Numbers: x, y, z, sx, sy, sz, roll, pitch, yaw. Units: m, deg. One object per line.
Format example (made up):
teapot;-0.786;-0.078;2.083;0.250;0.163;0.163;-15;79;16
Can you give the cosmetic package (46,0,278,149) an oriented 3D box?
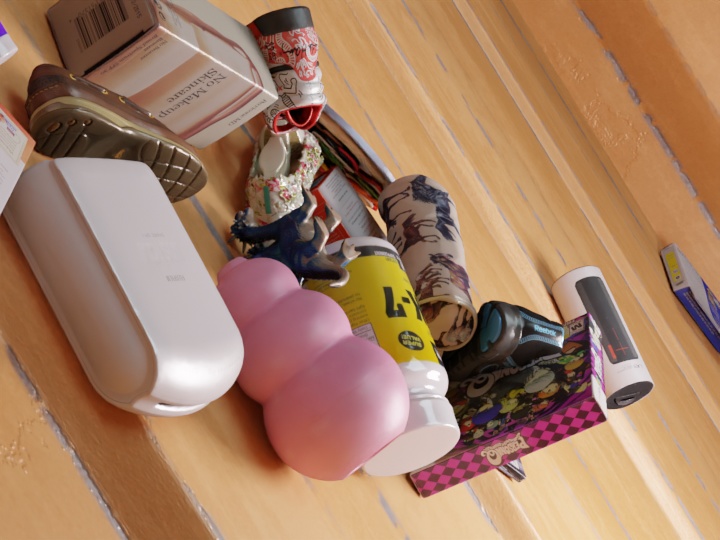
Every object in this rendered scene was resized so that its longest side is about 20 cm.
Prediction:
cosmetic package;-0.174;-0.193;1.571;0.200;0.103;0.088;23;39;-58

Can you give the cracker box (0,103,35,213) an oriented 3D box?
cracker box;-0.295;-0.078;1.141;0.134;0.058;0.200;51;19;-20

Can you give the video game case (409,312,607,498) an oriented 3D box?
video game case;0.147;0.131;1.732;0.036;0.199;0.181;59;18;-19

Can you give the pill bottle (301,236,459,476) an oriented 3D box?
pill bottle;0.013;0.080;1.607;0.114;0.114;0.201;29;35;-56

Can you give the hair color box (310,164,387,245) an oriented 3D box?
hair color box;0.000;0.000;1.782;0.200;0.061;0.102;55;19;-8

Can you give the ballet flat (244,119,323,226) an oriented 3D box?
ballet flat;-0.076;-0.110;1.727;0.200;0.075;0.064;-91;173;-59

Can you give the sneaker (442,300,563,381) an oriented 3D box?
sneaker;0.133;0.077;1.749;0.081;0.200;0.074;11;81;-17

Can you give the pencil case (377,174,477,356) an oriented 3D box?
pencil case;0.064;-0.007;1.746;0.077;0.090;0.201;15;40;-21

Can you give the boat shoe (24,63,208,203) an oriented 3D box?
boat shoe;-0.196;-0.113;1.431;0.200;0.072;0.068;28;36;-53

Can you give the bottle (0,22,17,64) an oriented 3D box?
bottle;-0.328;-0.233;1.287;0.200;0.065;0.084;56;17;-7

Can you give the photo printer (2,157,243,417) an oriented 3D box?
photo printer;-0.169;0.015;1.301;0.201;0.069;0.166;61;18;9

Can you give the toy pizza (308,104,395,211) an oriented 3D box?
toy pizza;-0.029;-0.125;1.865;0.200;0.032;0.200;44;-9;8

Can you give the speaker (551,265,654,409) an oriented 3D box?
speaker;0.347;0.097;2.509;0.081;0.081;0.201;29;34;-56

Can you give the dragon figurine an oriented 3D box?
dragon figurine;-0.058;-0.006;1.552;0.059;0.099;0.200;34;17;-35

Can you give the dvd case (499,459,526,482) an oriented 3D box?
dvd case;0.119;0.128;1.962;0.149;0.016;0.201;39;27;-44

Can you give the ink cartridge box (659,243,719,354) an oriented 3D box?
ink cartridge box;0.676;0.072;3.475;0.198;0.047;0.200;50;21;-28

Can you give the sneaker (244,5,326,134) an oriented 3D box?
sneaker;-0.097;-0.182;1.718;0.067;0.201;0.109;-10;87;-29

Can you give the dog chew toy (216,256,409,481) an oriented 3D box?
dog chew toy;-0.050;0.075;1.452;0.200;0.124;0.124;52;17;7
